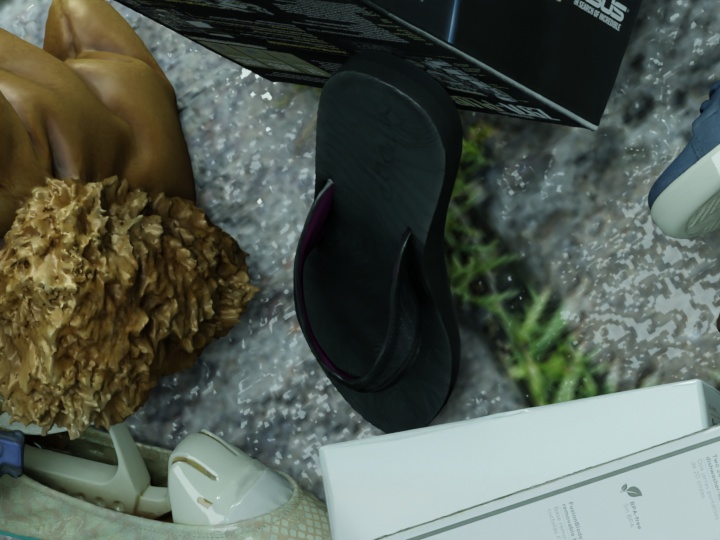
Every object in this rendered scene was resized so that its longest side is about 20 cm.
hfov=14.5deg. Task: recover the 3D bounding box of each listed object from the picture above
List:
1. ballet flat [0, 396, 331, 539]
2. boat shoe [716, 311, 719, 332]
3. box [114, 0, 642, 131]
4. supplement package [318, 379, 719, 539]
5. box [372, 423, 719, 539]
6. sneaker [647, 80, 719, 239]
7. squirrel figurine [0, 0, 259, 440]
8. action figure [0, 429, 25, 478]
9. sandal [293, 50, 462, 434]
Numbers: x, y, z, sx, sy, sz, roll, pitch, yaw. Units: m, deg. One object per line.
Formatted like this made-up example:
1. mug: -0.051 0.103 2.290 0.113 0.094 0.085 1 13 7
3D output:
1. ballet flat: -0.090 0.093 1.200 0.199 0.067 0.063 9 120 19
2. boat shoe: 0.231 0.052 1.106 0.200 0.070 0.070 36 87 28
3. box: -0.012 -0.132 1.123 0.199 0.163 0.087 12 81 47
4. supplement package: 0.088 0.159 1.092 0.151 0.151 0.201 -11 79 15
5. box: 0.108 0.122 0.981 0.199 0.060 0.117 -20 76 12
6. sneaker: 0.174 -0.103 1.147 0.084 0.075 0.200 43 86 16
7. squirrel figurine: -0.139 -0.031 1.176 0.142 0.187 0.200 -46 72 7
8. action figure: -0.251 0.081 1.197 0.199 0.105 0.194 23 90 -9
9. sandal: -0.001 -0.001 1.134 0.075 0.201 0.048 24 51 22
